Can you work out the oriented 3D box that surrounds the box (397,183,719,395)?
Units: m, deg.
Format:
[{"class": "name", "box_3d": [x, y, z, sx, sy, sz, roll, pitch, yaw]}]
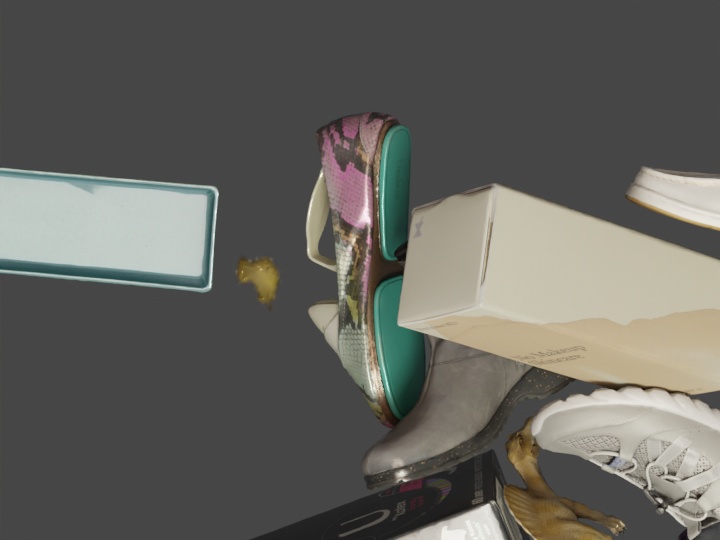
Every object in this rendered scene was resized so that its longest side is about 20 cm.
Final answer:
[{"class": "box", "box_3d": [0.131, 0.016, 1.571, 0.200, 0.095, 0.078, 17, 73, -29]}]

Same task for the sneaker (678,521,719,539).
[{"class": "sneaker", "box_3d": [0.212, 0.211, 1.659, 0.200, 0.088, 0.074, -29, 99, 8]}]

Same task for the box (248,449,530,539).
[{"class": "box", "box_3d": [0.011, 0.208, 1.649, 0.200, 0.122, 0.106, -21, 100, 6]}]

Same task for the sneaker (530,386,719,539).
[{"class": "sneaker", "box_3d": [0.203, 0.125, 1.621, 0.200, 0.075, 0.082, 12, 75, -2]}]

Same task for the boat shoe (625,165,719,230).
[{"class": "boat shoe", "box_3d": [0.266, -0.055, 1.616, 0.200, 0.071, 0.069, 7, 100, -8]}]

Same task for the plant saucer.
[{"class": "plant saucer", "box_3d": [-0.192, -0.030, 1.664, 0.200, 0.019, 0.070, 5, 101, 1]}]

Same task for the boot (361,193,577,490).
[{"class": "boot", "box_3d": [0.050, 0.041, 1.606, 0.070, 0.200, 0.132, -14, 106, 49]}]

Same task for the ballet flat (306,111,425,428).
[{"class": "ballet flat", "box_3d": [0.000, 0.000, 1.642, 0.071, 0.069, 0.200, -2, 94, 28]}]

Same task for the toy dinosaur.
[{"class": "toy dinosaur", "box_3d": [0.128, 0.172, 1.612, 0.101, 0.200, 0.058, 36, 107, -24]}]
